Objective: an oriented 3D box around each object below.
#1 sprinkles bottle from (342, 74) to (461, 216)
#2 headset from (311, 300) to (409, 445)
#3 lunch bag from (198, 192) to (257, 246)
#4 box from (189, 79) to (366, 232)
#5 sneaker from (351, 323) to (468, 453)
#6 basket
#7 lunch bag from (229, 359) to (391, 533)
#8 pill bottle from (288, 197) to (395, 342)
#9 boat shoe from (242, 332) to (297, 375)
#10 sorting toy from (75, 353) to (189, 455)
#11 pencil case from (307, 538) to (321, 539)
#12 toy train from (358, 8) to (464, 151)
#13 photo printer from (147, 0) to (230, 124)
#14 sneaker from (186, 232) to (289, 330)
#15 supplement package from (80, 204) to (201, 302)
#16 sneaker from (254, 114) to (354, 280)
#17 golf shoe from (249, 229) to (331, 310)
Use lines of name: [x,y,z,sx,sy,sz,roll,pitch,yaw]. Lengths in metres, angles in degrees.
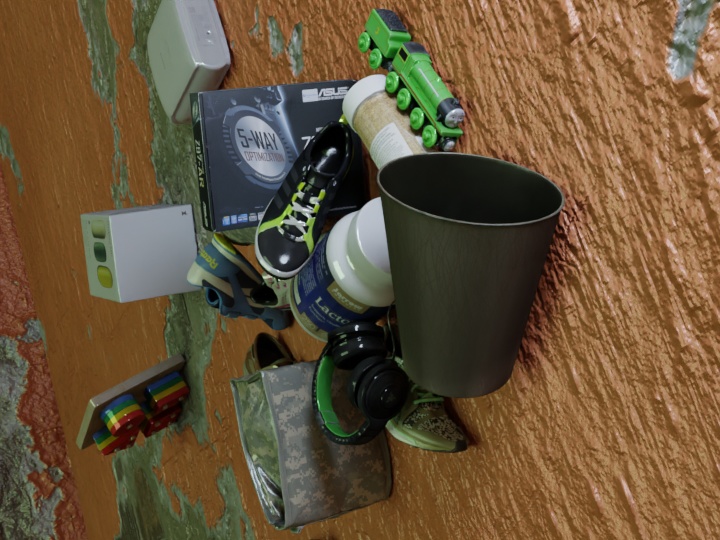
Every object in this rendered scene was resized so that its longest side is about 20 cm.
sprinkles bottle: [0.049,-0.121,1.172,0.201,0.068,0.069,61,147,32]
headset: [0.020,0.107,1.222,0.201,0.093,0.124,-55,45,31]
lunch bag: [-0.124,-0.115,1.429,0.199,0.138,0.170,0,101,61]
box: [-0.095,-0.138,1.297,0.043,0.198,0.162,-163,67,-65]
sneaker: [0.059,0.130,1.243,0.200,0.076,0.089,44,124,44]
basket: [0.100,0.009,1.053,0.179,0.136,0.202,15,124,24]
lunch bag: [-0.058,0.217,1.383,0.117,0.163,0.203,-22,79,56]
pill bottle: [0.000,0.000,1.254,0.200,0.115,0.117,-45,59,58]
boat shoe: [-0.116,0.162,1.574,0.200,0.075,0.072,46,135,44]
sorting toy: [-0.422,0.269,2.066,0.070,0.198,0.200,52,145,15]
pencil case: [-0.100,0.451,1.619,0.200,0.089,0.079,-44,61,59]
toy train: [0.055,-0.207,1.167,0.201,0.041,0.057,59,135,34]
photo printer: [-0.275,-0.336,1.713,0.200,0.069,0.168,-43,61,58]
sneaker: [-0.172,0.031,1.545,0.074,0.082,0.200,38,171,47]
supplement package: [-0.393,-0.034,1.947,0.199,0.149,0.154,6,104,61]
sneaker: [-0.063,-0.089,1.227,0.083,0.071,0.202,111,-178,-70]
golf shoe: [-0.078,0.007,1.432,0.200,0.091,0.073,-44,58,56]
